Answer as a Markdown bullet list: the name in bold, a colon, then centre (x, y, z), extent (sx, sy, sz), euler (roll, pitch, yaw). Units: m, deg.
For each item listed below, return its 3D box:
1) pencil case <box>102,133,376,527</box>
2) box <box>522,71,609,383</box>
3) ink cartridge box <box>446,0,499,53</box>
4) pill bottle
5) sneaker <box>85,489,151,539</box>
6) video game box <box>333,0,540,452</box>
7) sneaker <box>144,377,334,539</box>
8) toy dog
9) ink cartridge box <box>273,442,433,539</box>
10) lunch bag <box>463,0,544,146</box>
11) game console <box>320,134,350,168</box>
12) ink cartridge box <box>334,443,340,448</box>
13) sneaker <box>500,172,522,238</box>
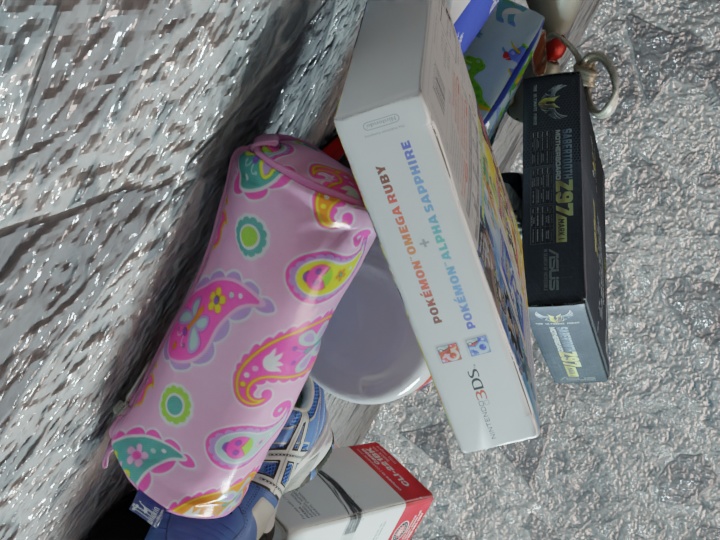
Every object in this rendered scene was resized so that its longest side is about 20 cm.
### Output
- **pencil case**: centre (-0.061, 0.031, 0.556), extent (0.201, 0.087, 0.087), euler (-62, 172, 17)
- **box**: centre (0.164, -0.030, 0.861), extent (0.158, 0.051, 0.201), euler (55, 35, -57)
- **ink cartridge box**: centre (0.060, -0.194, 0.661), extent (0.094, 0.044, 0.200), euler (-57, 172, -15)
- **pill bottle**: centre (0.043, 0.018, 0.746), extent (0.200, 0.111, 0.112), euler (-13, 134, -62)
- **sneaker**: centre (-0.128, 0.180, 0.740), extent (0.202, 0.067, 0.108), euler (-55, 169, -53)
- **video game box**: centre (0.045, -0.040, 0.560), extent (0.200, 0.047, 0.183), euler (-80, 149, -61)
- **sneaker**: centre (-0.078, 0.120, 0.671), extent (0.200, 0.075, 0.077), euler (-54, 149, -56)
- **toy dog**: centre (0.141, -0.218, 0.892), extent (0.132, 0.096, 0.201), euler (20, -66, 60)
- **ink cartridge box**: centre (-0.051, 0.234, 0.917), extent (0.200, 0.084, 0.145), euler (3, 121, -53)
- **lunch bag**: centre (0.070, -0.117, 0.858), extent (0.161, 0.082, 0.200), euler (-57, 174, -27)
- **game console**: centre (-0.064, 0.021, 0.707), extent (0.177, 0.031, 0.201), euler (-49, 167, -54)
- **ink cartridge box**: centre (-0.070, 0.218, 1.093), extent (0.116, 0.068, 0.200), euler (-41, 175, -15)
- **sneaker**: centre (0.099, -0.014, 0.947), extent (0.199, 0.129, 0.080), euler (46, 43, -61)
